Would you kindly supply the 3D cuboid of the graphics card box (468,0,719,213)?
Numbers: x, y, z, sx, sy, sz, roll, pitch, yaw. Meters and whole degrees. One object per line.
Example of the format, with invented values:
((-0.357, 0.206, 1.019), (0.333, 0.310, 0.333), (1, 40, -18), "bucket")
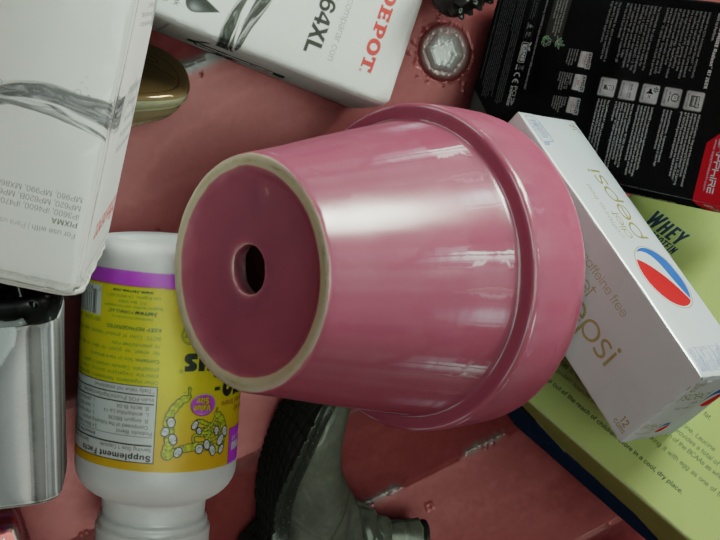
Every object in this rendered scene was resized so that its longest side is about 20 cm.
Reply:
((0.169, -0.116, 0.809), (0.051, 0.199, 0.126), (9, 95, -54), "graphics card box")

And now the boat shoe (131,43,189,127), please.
((-0.206, -0.103, 0.766), (0.199, 0.072, 0.065), (-6, 138, -16), "boat shoe")

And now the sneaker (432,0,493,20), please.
((0.091, -0.241, 0.816), (0.091, 0.066, 0.200), (47, 57, -6), "sneaker")

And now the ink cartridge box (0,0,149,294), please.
((-0.159, -0.104, 0.645), (0.084, 0.146, 0.201), (11, 101, -8), "ink cartridge box")

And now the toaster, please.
((-0.252, 0.057, 0.709), (0.199, 0.181, 0.119), (-4, 100, -15), "toaster")

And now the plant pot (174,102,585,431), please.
((0.000, 0.000, 0.717), (0.178, 0.199, 0.201), (-3, 99, -47), "plant pot")

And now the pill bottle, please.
((-0.128, 0.079, 0.786), (0.104, 0.104, 0.201), (2, 96, -17), "pill bottle")

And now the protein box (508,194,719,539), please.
((0.226, 0.069, 0.825), (0.200, 0.198, 0.135), (-46, 151, -7), "protein box")

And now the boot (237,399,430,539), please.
((-0.009, 0.168, 0.860), (0.130, 0.068, 0.201), (14, 100, -22), "boot")

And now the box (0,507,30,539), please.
((-0.233, 0.253, 0.777), (0.094, 0.103, 0.201), (-18, 100, -14), "box")

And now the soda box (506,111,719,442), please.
((0.142, 0.001, 0.748), (0.063, 0.201, 0.068), (1, 141, -47), "soda box")

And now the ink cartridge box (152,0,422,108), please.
((-0.058, -0.205, 0.783), (0.199, 0.084, 0.147), (18, 91, -17), "ink cartridge box")
